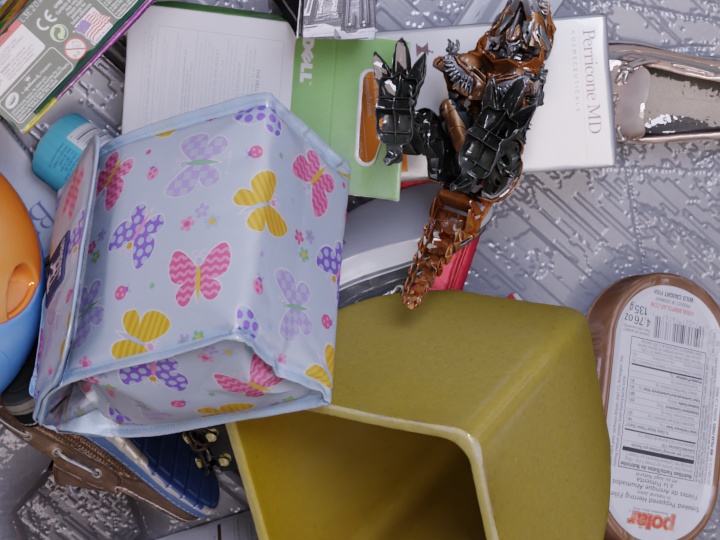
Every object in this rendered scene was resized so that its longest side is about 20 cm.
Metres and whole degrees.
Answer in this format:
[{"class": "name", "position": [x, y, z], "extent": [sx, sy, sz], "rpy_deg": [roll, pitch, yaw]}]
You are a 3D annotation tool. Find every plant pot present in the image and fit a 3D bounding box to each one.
[{"class": "plant pot", "position": [0.059, 0.115, 1.308], "extent": [0.194, 0.200, 0.195], "rpy_deg": [8, 124, 35]}]

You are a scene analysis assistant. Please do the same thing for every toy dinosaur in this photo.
[{"class": "toy dinosaur", "position": [0.073, -0.078, 1.245], "extent": [0.101, 0.136, 0.202], "rpy_deg": [-2, 78, 17]}]

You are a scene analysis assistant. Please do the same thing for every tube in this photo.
[{"class": "tube", "position": [-0.128, -0.032, 1.349], "extent": [0.199, 0.050, 0.078], "rpy_deg": [35, 68, 16]}]

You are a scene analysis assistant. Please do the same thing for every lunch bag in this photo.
[{"class": "lunch bag", "position": [-0.118, 0.004, 1.231], "extent": [0.199, 0.171, 0.127], "rpy_deg": [-12, 148, 33]}]

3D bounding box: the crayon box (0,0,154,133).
[{"class": "crayon box", "position": [-0.162, -0.192, 1.284], "extent": [0.058, 0.173, 0.200], "rpy_deg": [42, 97, -17]}]

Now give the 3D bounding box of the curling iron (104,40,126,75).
[{"class": "curling iron", "position": [-0.114, -0.092, 1.392], "extent": [0.050, 0.026, 0.200], "rpy_deg": [-42, 105, 3]}]

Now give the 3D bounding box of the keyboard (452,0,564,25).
[{"class": "keyboard", "position": [0.076, -0.139, 1.408], "extent": [0.056, 0.011, 0.201], "rpy_deg": [31, 100, -18]}]

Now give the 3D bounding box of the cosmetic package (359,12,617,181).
[{"class": "cosmetic package", "position": [0.068, -0.113, 1.354], "extent": [0.198, 0.071, 0.102], "rpy_deg": [-4, 96, 8]}]

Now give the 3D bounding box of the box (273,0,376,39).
[{"class": "box", "position": [-0.023, -0.237, 1.271], "extent": [0.049, 0.200, 0.159], "rpy_deg": [0, 106, -8]}]

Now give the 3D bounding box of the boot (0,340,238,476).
[{"class": "boot", "position": [-0.133, 0.083, 1.376], "extent": [0.203, 0.073, 0.154], "rpy_deg": [-41, 115, -35]}]

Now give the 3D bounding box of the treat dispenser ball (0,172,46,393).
[{"class": "treat dispenser ball", "position": [-0.300, 0.008, 1.291], "extent": [0.199, 0.201, 0.202], "rpy_deg": [-1, 105, -5]}]

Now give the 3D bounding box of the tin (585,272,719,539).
[{"class": "tin", "position": [0.203, 0.100, 1.425], "extent": [0.111, 0.042, 0.202], "rpy_deg": [12, 78, -20]}]

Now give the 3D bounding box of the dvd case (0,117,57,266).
[{"class": "dvd case", "position": [-0.301, -0.061, 1.386], "extent": [0.142, 0.018, 0.200], "rpy_deg": [-37, 106, 4]}]

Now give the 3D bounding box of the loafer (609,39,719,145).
[{"class": "loafer", "position": [0.204, -0.119, 1.397], "extent": [0.198, 0.063, 0.072], "rpy_deg": [0, 105, -6]}]

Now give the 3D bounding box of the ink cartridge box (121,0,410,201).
[{"class": "ink cartridge box", "position": [-0.054, -0.111, 1.309], "extent": [0.199, 0.059, 0.105], "rpy_deg": [9, 102, 21]}]

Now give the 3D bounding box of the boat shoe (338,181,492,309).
[{"class": "boat shoe", "position": [0.000, 0.000, 1.378], "extent": [0.199, 0.069, 0.057], "rpy_deg": [-23, 124, -2]}]

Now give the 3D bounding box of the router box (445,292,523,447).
[{"class": "router box", "position": [0.117, 0.149, 1.468], "extent": [0.179, 0.049, 0.200], "rpy_deg": [-44, 105, 7]}]

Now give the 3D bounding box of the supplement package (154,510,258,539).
[{"class": "supplement package", "position": [-0.122, 0.263, 1.438], "extent": [0.199, 0.120, 0.122], "rpy_deg": [-18, 107, 0]}]

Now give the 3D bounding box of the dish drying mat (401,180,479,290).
[{"class": "dish drying mat", "position": [0.028, 0.024, 1.411], "extent": [0.076, 0.018, 0.201], "rpy_deg": [18, 94, 1]}]

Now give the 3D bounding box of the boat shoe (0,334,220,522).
[{"class": "boat shoe", "position": [-0.186, 0.116, 1.425], "extent": [0.072, 0.072, 0.200], "rpy_deg": [-38, 112, 26]}]
